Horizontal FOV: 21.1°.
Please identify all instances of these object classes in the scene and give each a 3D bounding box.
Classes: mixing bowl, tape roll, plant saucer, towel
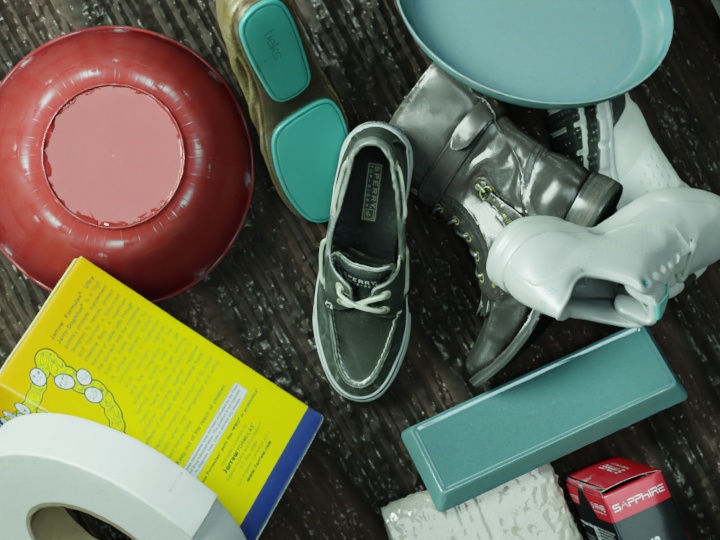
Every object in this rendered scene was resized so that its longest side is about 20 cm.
[{"bbox_3d":[-0.168,-0.075,1.317,0.198,0.108,0.202,0,88,-7],"label":"mixing bowl"},{"bbox_3d":[-0.163,0.173,1.263,0.202,0.203,0.037,34,54,-5],"label":"tape roll"},{"bbox_3d":[0.130,0.100,1.377,0.199,0.019,0.070,-24,60,-6],"label":"plant saucer"},{"bbox_3d":[0.109,0.236,1.381,0.131,0.034,0.202,-23,90,-8],"label":"towel"},{"bbox_3d":[0.119,-0.182,1.346,0.198,0.028,0.202,6,51,-7],"label":"plant saucer"}]

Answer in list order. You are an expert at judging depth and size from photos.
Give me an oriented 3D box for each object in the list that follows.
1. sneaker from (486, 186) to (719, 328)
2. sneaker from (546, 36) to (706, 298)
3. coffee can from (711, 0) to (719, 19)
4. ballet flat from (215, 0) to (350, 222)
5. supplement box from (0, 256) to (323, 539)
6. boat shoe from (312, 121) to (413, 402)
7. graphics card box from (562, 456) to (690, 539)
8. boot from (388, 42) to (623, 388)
[{"bbox_3d":[0.184,0.002,1.278,0.198,0.089,0.076,-12,128,-30],"label":"sneaker"},{"bbox_3d":[0.191,-0.071,1.385,0.079,0.074,0.202,-15,95,-21],"label":"sneaker"},{"bbox_3d":[0.338,-0.167,1.357,0.145,0.146,0.201,-27,92,-6],"label":"coffee can"},{"bbox_3d":[-0.057,-0.124,1.336,0.067,0.072,0.201,-31,132,-8],"label":"ballet flat"},{"bbox_3d":[-0.145,0.103,1.300,0.199,0.109,0.110,33,61,-5],"label":"supplement box"},{"bbox_3d":[0.000,0.000,1.336,0.070,0.064,0.202,3,106,5],"label":"boat shoe"},{"bbox_3d":[0.211,0.232,1.347,0.050,0.125,0.202,-22,91,-7],"label":"graphics card box"},{"bbox_3d":[0.076,-0.038,1.364,0.173,0.069,0.201,34,112,13],"label":"boot"}]
